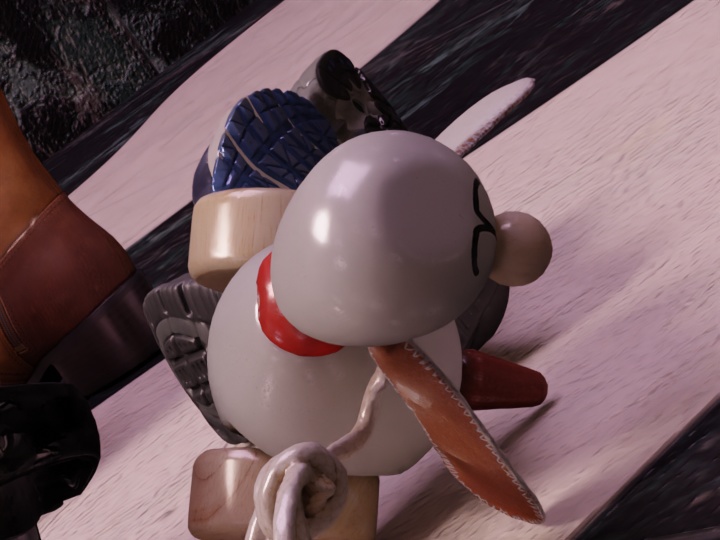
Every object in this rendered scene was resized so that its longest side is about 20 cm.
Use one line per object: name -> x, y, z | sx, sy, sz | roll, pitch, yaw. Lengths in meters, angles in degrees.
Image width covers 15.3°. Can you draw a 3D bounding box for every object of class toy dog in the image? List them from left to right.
toy dog -> 0.015, 0.018, 0.640 | 0.096, 0.132, 0.200 | 2, 8, -11

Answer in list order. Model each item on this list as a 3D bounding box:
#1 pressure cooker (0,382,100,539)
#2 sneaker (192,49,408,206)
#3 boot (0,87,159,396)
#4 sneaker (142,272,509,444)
pressure cooker -> -0.166, 0.075, 0.719 | 0.199, 0.179, 0.176 | -21, 38, 8
sneaker -> -0.038, -0.034, 1.217 | 0.085, 0.077, 0.200 | -43, -2, 21
boot -> -0.210, -0.010, 1.263 | 0.188, 0.200, 0.068 | -29, 11, 37
sneaker -> 0.000, 0.000, 0.857 | 0.091, 0.076, 0.200 | -33, 9, -24
